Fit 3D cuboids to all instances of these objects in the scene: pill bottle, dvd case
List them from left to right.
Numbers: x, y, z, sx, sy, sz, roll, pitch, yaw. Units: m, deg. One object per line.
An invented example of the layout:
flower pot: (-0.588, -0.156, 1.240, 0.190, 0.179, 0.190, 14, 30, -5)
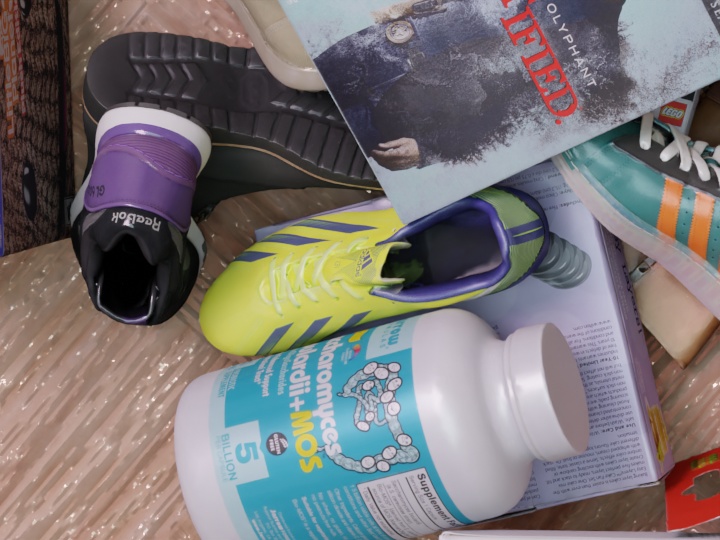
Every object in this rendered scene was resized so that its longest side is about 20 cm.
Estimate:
pill bottle: (0.013, 0.084, 1.503, 0.200, 0.111, 0.111, -16, 92, 18)
dvd case: (0.076, -0.124, 1.432, 0.200, 0.022, 0.146, -24, 108, 14)

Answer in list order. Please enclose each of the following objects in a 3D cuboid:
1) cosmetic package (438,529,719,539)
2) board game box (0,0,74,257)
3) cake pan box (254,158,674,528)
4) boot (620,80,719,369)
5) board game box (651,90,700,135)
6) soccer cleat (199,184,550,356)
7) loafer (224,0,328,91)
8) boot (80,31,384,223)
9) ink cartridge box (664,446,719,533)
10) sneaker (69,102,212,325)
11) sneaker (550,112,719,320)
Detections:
cosmetic package: (0.140, 0.186, 1.486, 0.200, 0.085, 0.108, 2, 87, 6)
board game box: (-0.219, -0.089, 1.528, 0.097, 0.200, 0.160, -2, 94, 6)
cake pan box: (0.052, 0.044, 1.569, 0.200, 0.052, 0.184, -15, 90, 17)
boot: (0.234, -0.024, 1.551, 0.188, 0.068, 0.200, 43, 98, 1)
board game box: (0.092, -0.148, 1.553, 0.200, 0.035, 0.126, 15, 77, 6)
soccer cleat: (0.000, -0.001, 1.510, 0.200, 0.084, 0.065, -16, 91, 19)
loafer: (-0.048, -0.174, 1.525, 0.076, 0.200, 0.068, -17, 136, -25)
boot: (-0.053, -0.061, 1.565, 0.200, 0.138, 0.078, 14, 61, -4)
ink cartridge box: (0.242, 0.062, 1.510, 0.200, 0.162, 0.050, -22, 96, 8)
sneaker: (-0.124, -0.004, 1.524, 0.076, 0.200, 0.088, 10, 63, 1)
sneaker: (0.182, -0.037, 1.497, 0.200, 0.071, 0.080, 39, 117, -13)
